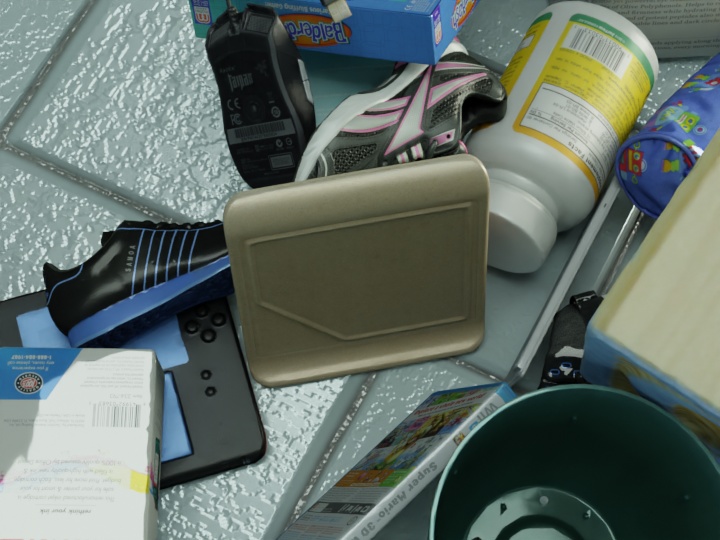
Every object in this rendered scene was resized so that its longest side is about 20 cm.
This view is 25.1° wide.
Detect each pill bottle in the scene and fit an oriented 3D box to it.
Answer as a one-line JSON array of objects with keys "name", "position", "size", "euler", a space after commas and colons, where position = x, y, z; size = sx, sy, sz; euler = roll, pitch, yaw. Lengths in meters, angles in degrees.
[{"name": "pill bottle", "position": [0.146, -0.102, 1.264], "size": [0.113, 0.113, 0.200], "euler": [24, 66, 12]}]

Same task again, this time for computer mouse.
[{"name": "computer mouse", "position": [-0.052, -0.159, 1.176], "size": [0.046, 0.140, 0.201], "euler": [-30, 104, -52]}]

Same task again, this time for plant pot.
[{"name": "plant pot", "position": [0.134, 0.192, 1.082], "size": [0.200, 0.161, 0.201], "euler": [1, 73, -5]}]

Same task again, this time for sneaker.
[{"name": "sneaker", "position": [0.189, 0.107, 1.190], "size": [0.111, 0.073, 0.200], "euler": [-7, 56, 1]}, {"name": "sneaker", "position": [-0.141, -0.011, 1.213], "size": [0.200, 0.070, 0.078], "euler": [-25, 75, -10]}, {"name": "sneaker", "position": [0.033, -0.094, 1.183], "size": [0.086, 0.080, 0.200], "euler": [35, 70, 21]}]

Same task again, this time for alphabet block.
[{"name": "alphabet block", "position": [0.277, 0.025, 1.049], "size": [0.196, 0.195, 0.200], "euler": [34, 83, 11]}]

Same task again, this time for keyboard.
[{"name": "keyboard", "position": [0.157, 0.007, 1.242], "size": [0.011, 0.056, 0.200], "euler": [29, 67, 4]}]

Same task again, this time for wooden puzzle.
[{"name": "wooden puzzle", "position": [0.000, 0.000, 1.173], "size": [0.184, 0.200, 0.037], "euler": [-10, 49, -5]}]

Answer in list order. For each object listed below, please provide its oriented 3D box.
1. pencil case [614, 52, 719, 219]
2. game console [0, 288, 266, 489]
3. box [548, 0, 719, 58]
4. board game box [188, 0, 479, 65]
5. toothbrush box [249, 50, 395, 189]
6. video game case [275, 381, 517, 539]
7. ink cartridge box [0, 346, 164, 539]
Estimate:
[{"name": "pencil case", "position": [0.282, -0.119, 1.264], "size": [0.087, 0.078, 0.200], "euler": [3, 36, 46]}, {"name": "game console", "position": [-0.186, 0.086, 1.220], "size": [0.199, 0.031, 0.177], "euler": [-15, 64, -6]}, {"name": "box", "position": [0.256, -0.300, 1.328], "size": [0.198, 0.171, 0.201], "euler": [-2, 64, -1]}, {"name": "board game box", "position": [-0.010, -0.222, 1.241], "size": [0.199, 0.045, 0.152], "euler": [10, 41, 22]}, {"name": "toothbrush box", "position": [-0.020, -0.128, 1.294], "size": [0.146, 0.085, 0.201], "euler": [-6, 63, -3]}, {"name": "video game case", "position": [0.011, 0.152, 1.128], "size": [0.200, 0.143, 0.018], "euler": [-42, 96, -18]}, {"name": "ink cartridge box", "position": [-0.202, 0.159, 1.145], "size": [0.116, 0.067, 0.201], "euler": [1, 70, 0]}]
